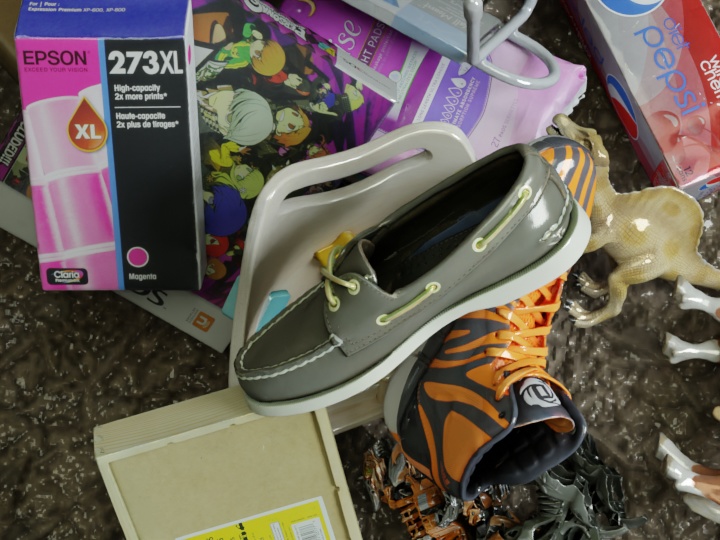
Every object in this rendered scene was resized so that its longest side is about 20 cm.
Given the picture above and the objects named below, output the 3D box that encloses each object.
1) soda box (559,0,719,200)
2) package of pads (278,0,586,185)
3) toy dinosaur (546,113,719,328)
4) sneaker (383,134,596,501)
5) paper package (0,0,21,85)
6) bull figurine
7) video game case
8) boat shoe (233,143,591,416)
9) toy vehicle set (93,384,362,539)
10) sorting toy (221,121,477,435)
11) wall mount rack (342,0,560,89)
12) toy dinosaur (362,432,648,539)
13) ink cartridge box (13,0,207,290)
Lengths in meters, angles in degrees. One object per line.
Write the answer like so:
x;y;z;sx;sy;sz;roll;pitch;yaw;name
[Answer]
0.183;-0.143;0.963;0.070;0.063;0.201;-24;79;-2;soda box
0.030;-0.105;0.955;0.199;0.076;0.121;24;76;6;package of pads
0.168;-0.009;0.916;0.200;0.058;0.101;35;124;-27;toy dinosaur
0.091;0.034;0.813;0.077;0.112;0.201;13;108;-31;sneaker
-0.176;-0.220;0.927;0.191;0.103;0.200;-44;117;-8;paper package
0.237;0.065;0.890;0.120;0.065;0.201;8;56;4;bull figurine
-0.106;-0.073;0.896;0.181;0.036;0.200;31;113;-14;video game case
0.016;0.005;0.770;0.201;0.060;0.072;-30;36;12;boat shoe
-0.062;0.153;0.859;0.123;0.201;0.027;-15;34;-2;toy vehicle set
0.000;0.000;0.862;0.199;0.181;0.107;-19;51;-17;sorting toy
0.029;-0.171;0.869;0.199;0.174;0.075;29;122;10;wall mount rack
0.091;0.162;0.901;0.200;0.102;0.136;41;107;-4;toy dinosaur
-0.139;-0.083;0.854;0.094;0.037;0.201;0;114;1;ink cartridge box
